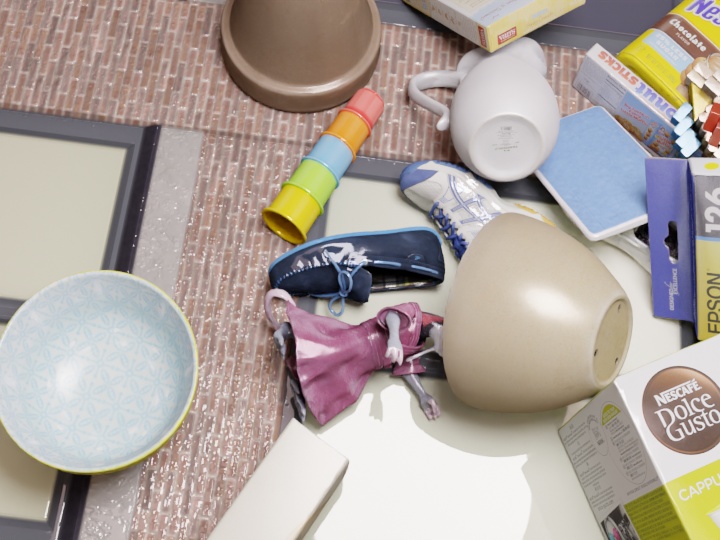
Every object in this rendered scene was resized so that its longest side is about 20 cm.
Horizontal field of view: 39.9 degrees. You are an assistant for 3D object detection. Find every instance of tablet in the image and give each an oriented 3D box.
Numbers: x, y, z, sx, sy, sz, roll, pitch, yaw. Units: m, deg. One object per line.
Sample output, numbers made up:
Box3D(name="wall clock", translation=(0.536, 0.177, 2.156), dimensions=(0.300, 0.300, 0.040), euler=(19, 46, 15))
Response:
Box3D(name="tablet", translation=(0.268, -0.115, 1.131), dimensions=(0.128, 0.014, 0.201), euler=(-20, 46, -9))

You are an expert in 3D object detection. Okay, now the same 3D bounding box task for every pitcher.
Box3D(name="pitcher", translation=(0.135, -0.183, 1.122), dimensions=(0.168, 0.123, 0.202), euler=(-7, 34, 9))

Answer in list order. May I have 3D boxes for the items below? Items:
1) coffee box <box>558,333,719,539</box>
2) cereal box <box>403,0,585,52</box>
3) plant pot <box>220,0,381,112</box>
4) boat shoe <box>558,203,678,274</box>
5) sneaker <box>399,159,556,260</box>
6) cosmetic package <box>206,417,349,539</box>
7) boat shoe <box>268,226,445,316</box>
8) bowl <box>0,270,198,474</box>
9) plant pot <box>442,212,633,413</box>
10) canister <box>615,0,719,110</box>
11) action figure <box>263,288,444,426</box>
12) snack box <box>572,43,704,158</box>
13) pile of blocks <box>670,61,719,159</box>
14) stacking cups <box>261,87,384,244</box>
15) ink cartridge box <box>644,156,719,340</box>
Box3D(name="coffee box", translation=(0.340, 0.185, 0.963), dimensions=(0.196, 0.201, 0.201), euler=(-19, 70, -12))
Box3D(name="cereal box", translation=(0.153, -0.339, 1.193), dimensions=(0.142, 0.040, 0.200), euler=(-29, 43, -14))
Box3D(name="plant pot", translation=(-0.069, -0.313, 1.146), dimensions=(0.196, 0.175, 0.204), euler=(1, 67, -2))
Box3D(name="boat shoe", translation=(0.309, -0.054, 1.125), dimensions=(0.072, 0.069, 0.200), euler=(-41, 76, -17))
Box3D(name="sneaker", translation=(0.124, -0.049, 1.108), dimensions=(0.197, 0.076, 0.089), euler=(28, 69, 8))
Box3D(name="cosmetic package", translation=(-0.096, 0.254, 0.959), dimensions=(0.073, 0.104, 0.201), euler=(34, 71, 9))
Box3D(name="boat shoe", translation=(0.000, 0.000, 1.075), dimensions=(0.196, 0.085, 0.070), euler=(-13, 65, -7))
Box3D(name="bowl", translation=(-0.257, 0.114, 1.000), dimensions=(0.196, 0.108, 0.204), euler=(1, 68, -3))
Box3D(name="plant pot", translation=(0.189, 0.055, 0.983), dimensions=(0.133, 0.201, 0.202), euler=(15, 64, 36))
Box3D(name="canister", translation=(0.421, -0.260, 1.206), dimensions=(0.199, 0.087, 0.149), euler=(-38, 75, -15))
Box3D(name="action figure", translation=(0.013, 0.080, 1.049), dimensions=(0.197, 0.135, 0.150), euler=(-20, 47, -11))
Box3D(name="snack box", translation=(0.339, -0.181, 1.175), dimensions=(0.024, 0.072, 0.200), euler=(-42, 77, -17))
Box3D(name="pile of blocks", translation=(0.378, -0.133, 1.092), dimensions=(0.080, 0.062, 0.204), euler=(-8, 81, 9))
Box3D(name="stacking cups", translation=(-0.034, -0.125, 1.135), dimensions=(0.060, 0.061, 0.201), euler=(31, 69, 8))
Box3D(name="ink cartridge box", translation=(0.389, -0.016, 1.009), dimensions=(0.196, 0.201, 0.047), euler=(4, 32, 28))
